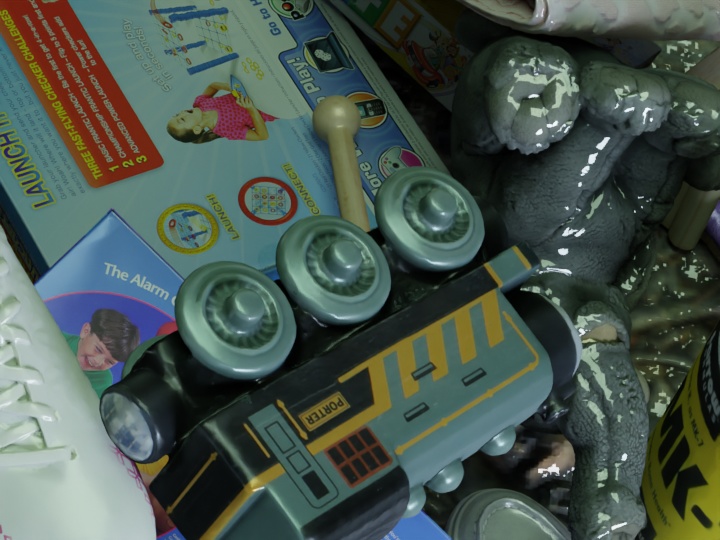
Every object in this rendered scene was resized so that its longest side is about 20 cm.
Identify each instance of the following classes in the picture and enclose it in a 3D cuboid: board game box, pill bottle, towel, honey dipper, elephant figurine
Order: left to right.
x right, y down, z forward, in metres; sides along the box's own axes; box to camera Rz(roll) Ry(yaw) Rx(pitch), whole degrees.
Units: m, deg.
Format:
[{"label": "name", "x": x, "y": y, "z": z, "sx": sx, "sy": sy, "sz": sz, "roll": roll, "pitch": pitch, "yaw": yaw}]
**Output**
[{"label": "board game box", "x": -0.078, "y": 0.093, "z": 0.861, "sx": 0.200, "sy": 0.045, "sz": 0.134, "roll": 45, "pitch": 62, "yaw": -1}, {"label": "board game box", "x": -0.085, "y": -0.063, "z": 1.001, "sx": 0.196, "sy": 0.056, "sz": 0.200, "roll": -20, "pitch": 62, "yaw": -24}, {"label": "honey dipper", "x": 0.000, "y": 0.000, "z": 0.918, "sx": 0.038, "sy": 0.038, "sz": 0.200, "roll": -1, "pitch": 49, "yaw": -13}, {"label": "board game box", "x": 0.042, "y": -0.147, "z": 1.062, "sx": 0.200, "sy": 0.034, "sz": 0.134, "roll": 43, "pitch": 36, "yaw": 10}, {"label": "elephant figurine", "x": 0.078, "y": 0.003, "z": 0.924, "sx": 0.141, "sy": 0.200, "sz": 0.155, "roll": 16, "pitch": 12, "yaw": 6}, {"label": "towel", "x": 0.090, "y": -0.154, "z": 0.999, "sx": 0.200, "sy": 0.032, "sz": 0.191, "roll": -6, "pitch": 32, "yaw": -42}, {"label": "pill bottle", "x": 0.190, "y": 0.064, "z": 0.887, "sx": 0.114, "sy": 0.200, "sz": 0.114, "roll": 6, "pitch": 54, "yaw": -9}]

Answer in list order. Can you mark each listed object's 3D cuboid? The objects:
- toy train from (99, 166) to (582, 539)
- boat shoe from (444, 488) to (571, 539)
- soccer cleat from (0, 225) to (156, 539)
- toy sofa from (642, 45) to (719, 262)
[{"label": "toy train", "x": -0.002, "y": 0.040, "z": 0.803, "sx": 0.200, "sy": 0.085, "sz": 0.114, "roll": -28, "pitch": 77, "yaw": -39}, {"label": "boat shoe", "x": 0.096, "y": 0.168, "z": 0.874, "sx": 0.072, "sy": 0.069, "sz": 0.200, "roll": -11, "pitch": 59, "yaw": -20}, {"label": "soccer cleat", "x": -0.142, "y": 0.032, "z": 0.777, "sx": 0.070, "sy": 0.086, "sz": 0.200, "roll": -27, "pitch": 64, "yaw": -22}, {"label": "toy sofa", "x": 0.223, "y": -0.092, "z": 1.076, "sx": 0.098, "sy": 0.083, "sz": 0.200, "roll": 42, "pitch": 57, "yaw": 18}]
